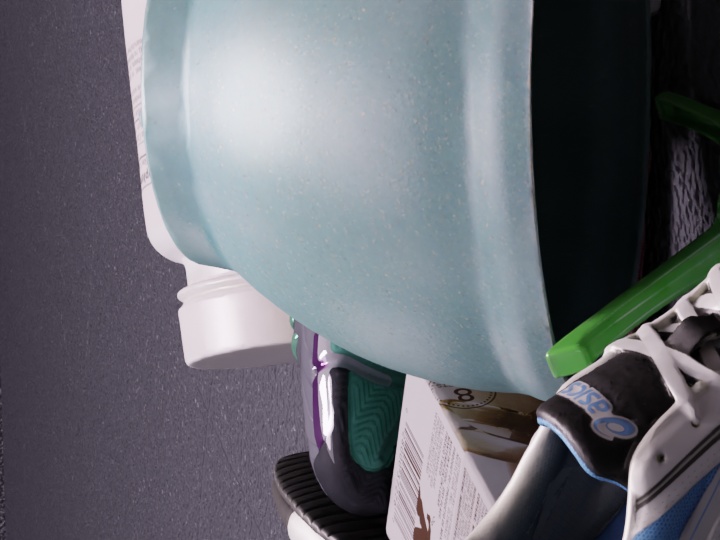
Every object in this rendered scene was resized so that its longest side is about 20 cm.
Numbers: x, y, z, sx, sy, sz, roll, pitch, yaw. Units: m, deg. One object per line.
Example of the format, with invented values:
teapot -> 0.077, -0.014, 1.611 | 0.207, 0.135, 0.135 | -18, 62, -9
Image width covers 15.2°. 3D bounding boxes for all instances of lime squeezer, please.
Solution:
lime squeezer -> 0.112, -0.020, 0.833 | 0.038, 0.071, 0.200 | 53, -153, -13

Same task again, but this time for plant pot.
plant pot -> 0.010, -0.059, 0.851 | 0.200, 0.134, 0.201 | 1, -90, -74

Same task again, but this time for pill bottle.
pill bottle -> -0.056, -0.055, 1.366 | 0.114, 0.114, 0.201 | 144, 120, -73

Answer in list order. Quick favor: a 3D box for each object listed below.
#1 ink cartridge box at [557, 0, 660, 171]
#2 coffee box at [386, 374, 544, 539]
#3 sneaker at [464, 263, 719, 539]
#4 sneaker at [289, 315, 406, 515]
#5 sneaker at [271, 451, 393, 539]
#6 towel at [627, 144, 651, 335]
ink cartridge box -> 0.059, -0.140, 1.026 | 0.196, 0.043, 0.201 | -168, 75, -72
coffee box -> 0.090, 0.104, 0.842 | 0.200, 0.113, 0.080 | -119, 31, -57
sneaker -> 0.094, 0.034, 0.715 | 0.200, 0.072, 0.072 | -50, 42, 0
sneaker -> 0.000, 0.000, 0.986 | 0.087, 0.074, 0.201 | -21, 52, 47
sneaker -> 0.021, 0.137, 0.946 | 0.200, 0.074, 0.089 | 44, 127, 47
towel -> 0.075, -0.001, 1.059 | 0.200, 0.023, 0.145 | -133, 39, -70
